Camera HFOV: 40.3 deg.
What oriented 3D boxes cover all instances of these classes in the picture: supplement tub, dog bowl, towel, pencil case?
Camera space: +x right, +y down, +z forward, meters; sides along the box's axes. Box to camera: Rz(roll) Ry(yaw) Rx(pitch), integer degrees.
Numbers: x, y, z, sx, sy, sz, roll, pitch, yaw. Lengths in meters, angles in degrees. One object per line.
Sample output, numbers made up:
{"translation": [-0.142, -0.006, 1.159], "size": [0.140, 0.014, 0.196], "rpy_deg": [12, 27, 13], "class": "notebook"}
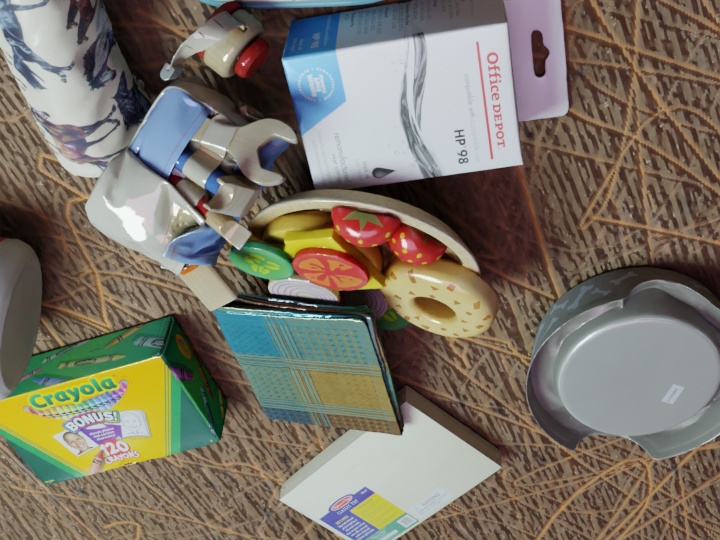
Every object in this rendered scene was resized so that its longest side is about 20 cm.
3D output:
{"translation": [-0.383, 0.029, 0.824], "size": [0.199, 0.141, 0.141], "rpy_deg": [9, 127, -3], "class": "supplement tub"}
{"translation": [0.246, 0.083, 0.878], "size": [0.199, 0.059, 0.201], "rpy_deg": [2, 128, 2], "class": "dog bowl"}
{"translation": [-0.042, 0.086, 0.876], "size": [0.146, 0.022, 0.200], "rpy_deg": [5, 145, 17], "class": "towel"}
{"translation": [-0.204, -0.163, 0.681], "size": [0.078, 0.090, 0.200], "rpy_deg": [18, 146, 21], "class": "pencil case"}

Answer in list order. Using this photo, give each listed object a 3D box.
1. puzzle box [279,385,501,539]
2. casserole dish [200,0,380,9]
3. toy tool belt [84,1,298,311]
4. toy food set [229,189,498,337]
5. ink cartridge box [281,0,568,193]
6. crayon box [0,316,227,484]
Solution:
{"translation": [0.028, 0.210, 1.007], "size": [0.133, 0.025, 0.200], "rpy_deg": [36, 121, -22], "class": "puzzle box"}
{"translation": [-0.048, -0.234, 0.671], "size": [0.199, 0.039, 0.122], "rpy_deg": [0, 126, 4], "class": "casserole dish"}
{"translation": [-0.097, -0.076, 0.711], "size": [0.123, 0.125, 0.200], "rpy_deg": [37, 110, 1], "class": "toy tool belt"}
{"translation": [0.000, 0.000, 0.794], "size": [0.197, 0.049, 0.200], "rpy_deg": [-4, 151, 33], "class": "toy food set"}
{"translation": [0.053, -0.134, 0.721], "size": [0.199, 0.067, 0.116], "rpy_deg": [-8, 126, 9], "class": "ink cartridge box"}
{"translation": [-0.243, 0.127, 0.940], "size": [0.199, 0.058, 0.119], "rpy_deg": [-16, 124, 15], "class": "crayon box"}
